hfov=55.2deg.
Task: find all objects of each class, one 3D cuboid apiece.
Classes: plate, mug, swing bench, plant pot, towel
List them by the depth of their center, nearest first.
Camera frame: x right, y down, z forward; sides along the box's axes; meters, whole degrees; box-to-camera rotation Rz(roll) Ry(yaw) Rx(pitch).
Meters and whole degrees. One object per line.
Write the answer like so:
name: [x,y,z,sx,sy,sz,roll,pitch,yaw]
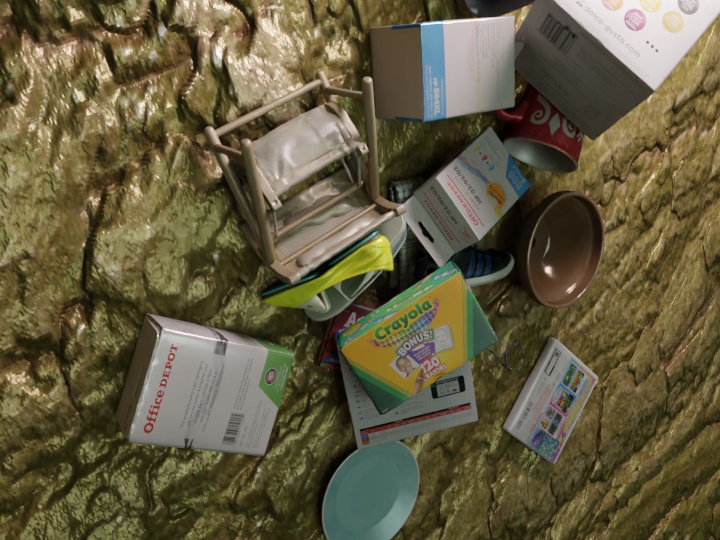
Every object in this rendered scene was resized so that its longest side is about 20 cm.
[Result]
swing bench: [-0.068,-0.125,0.909,0.197,0.129,0.204,-32,123,-24]
mug: [0.314,-0.288,1.118,0.176,0.132,0.205,26,84,-45]
towel: [0.125,-0.055,1.118,0.189,0.034,0.206,-14,107,-34]
plate: [0.015,0.374,1.152,0.196,0.025,0.206,-9,107,-31]
plant pot: [0.333,-0.043,1.218,0.196,0.092,0.207,-10,109,-32]

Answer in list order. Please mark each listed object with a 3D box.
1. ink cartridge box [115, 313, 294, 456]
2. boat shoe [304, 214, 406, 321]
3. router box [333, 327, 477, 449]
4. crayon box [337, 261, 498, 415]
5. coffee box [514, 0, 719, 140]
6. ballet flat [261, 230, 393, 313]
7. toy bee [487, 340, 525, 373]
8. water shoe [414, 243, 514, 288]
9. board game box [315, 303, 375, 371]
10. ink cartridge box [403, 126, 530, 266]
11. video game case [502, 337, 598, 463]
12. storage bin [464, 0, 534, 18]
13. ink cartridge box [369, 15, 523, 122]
ink cartridge box: [-0.205,0.153,0.911,0.197,0.084,0.150,18,92,-35]
boat shoe: [0.000,-0.001,1.014,0.201,0.070,0.071,-48,155,0]
router box: [0.071,0.161,1.047,0.194,0.049,0.184,-12,109,-3]
crayon box: [0.079,0.095,0.968,0.197,0.058,0.120,-33,106,4]
coffee box: [0.358,-0.351,0.982,0.199,0.200,0.198,43,82,4]
ballet flat: [-0.042,0.018,0.952,0.196,0.067,0.068,-28,97,6]
toy bee: [0.154,0.114,1.128,0.131,0.108,0.201,-46,104,-19]
water shoe: [0.171,-0.018,1.094,0.196,0.071,0.081,-18,106,-34]
board game box: [0.026,0.119,1.098,0.197,0.019,0.106,18,91,-36]
ink cartridge box: [0.161,-0.113,1.052,0.116,0.068,0.200,51,58,-7]
video game case: [0.381,0.262,1.371,0.181,0.023,0.203,36,80,-35]
storage bin: [0.189,-0.493,0.993,0.202,0.143,0.136,55,44,-30]
ink cartridge box: [0.130,-0.293,0.995,0.196,0.128,0.129,-15,110,-29]
